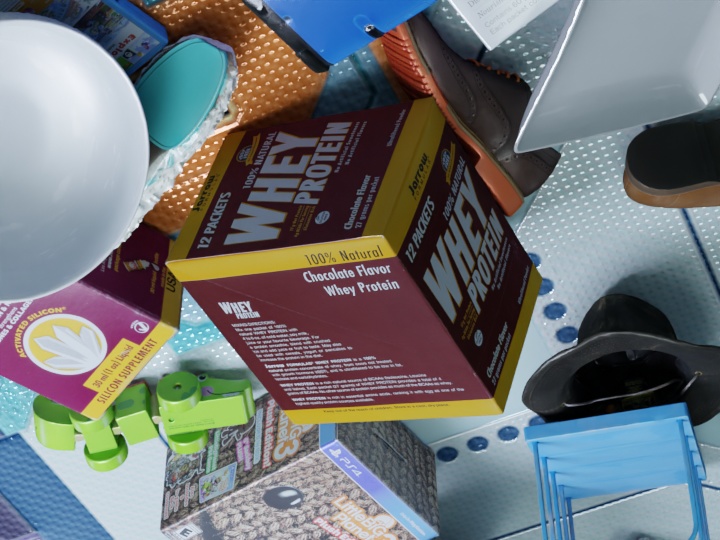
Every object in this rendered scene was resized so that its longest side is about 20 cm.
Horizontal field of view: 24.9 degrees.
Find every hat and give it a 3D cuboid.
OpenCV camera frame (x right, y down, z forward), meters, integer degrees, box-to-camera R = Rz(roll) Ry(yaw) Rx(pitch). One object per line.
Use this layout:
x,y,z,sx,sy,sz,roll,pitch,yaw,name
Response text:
0.225,0.070,1.370,0.198,0.082,0.201,-2,151,-1,hat

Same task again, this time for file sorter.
0.233,0.211,1.418,0.137,0.124,0.200,-10,155,13,file sorter

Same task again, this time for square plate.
0.206,-0.178,1.130,0.198,0.029,0.199,-15,143,-33,square plate

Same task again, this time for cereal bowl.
-0.253,-0.085,1.145,0.198,0.083,0.203,-10,113,-26,cereal bowl

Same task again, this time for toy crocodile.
-0.190,0.124,1.426,0.197,0.062,0.068,-11,131,2,toy crocodile

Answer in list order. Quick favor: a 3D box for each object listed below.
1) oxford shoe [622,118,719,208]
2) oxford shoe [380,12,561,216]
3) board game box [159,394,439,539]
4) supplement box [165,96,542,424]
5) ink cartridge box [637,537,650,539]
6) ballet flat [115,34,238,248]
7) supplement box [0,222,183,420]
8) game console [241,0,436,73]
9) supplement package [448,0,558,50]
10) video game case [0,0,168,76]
0.299,-0.083,1.260,0.197,0.072,0.071,-2,160,0,oxford shoe
0.080,-0.134,1.207,0.072,0.071,0.200,-40,124,-3,oxford shoe
-0.054,0.199,1.465,0.199,0.097,0.159,-29,127,23,board game box
0.000,0.000,1.225,0.195,0.134,0.201,-6,136,33,supplement box
0.272,0.393,1.607,0.044,0.177,0.201,-13,146,-44,ink cartridge box
-0.153,-0.098,1.219,0.071,0.072,0.200,30,113,-26,ballet flat
-0.254,0.009,1.285,0.199,0.104,0.131,28,126,-24,supplement box
-0.062,-0.237,1.045,0.170,0.119,0.200,-27,129,33,game console
0.078,-0.277,0.982,0.151,0.151,0.200,-34,111,26,supplement package
-0.254,-0.174,1.148,0.143,0.018,0.199,-34,137,23,video game case
